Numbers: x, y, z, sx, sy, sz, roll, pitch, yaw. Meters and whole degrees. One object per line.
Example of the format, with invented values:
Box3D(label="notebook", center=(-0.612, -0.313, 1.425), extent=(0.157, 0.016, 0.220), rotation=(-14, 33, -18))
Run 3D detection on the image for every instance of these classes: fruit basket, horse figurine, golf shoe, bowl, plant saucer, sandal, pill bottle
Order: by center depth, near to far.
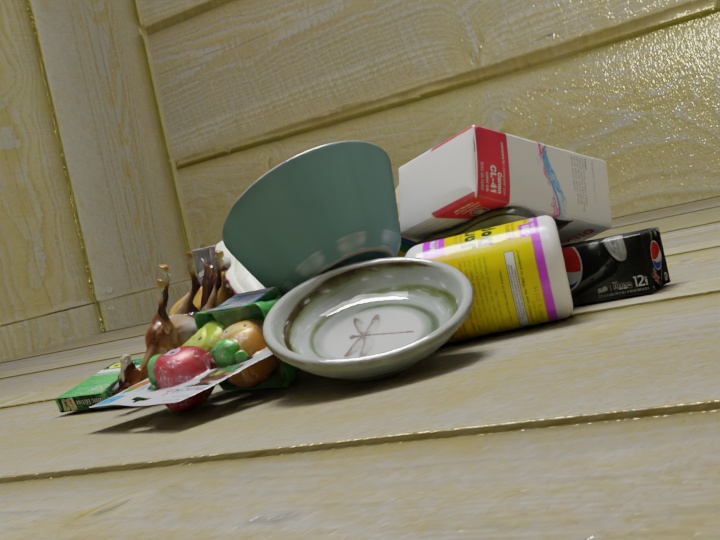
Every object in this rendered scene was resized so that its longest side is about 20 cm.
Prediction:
Box3D(label="plant saucer", center=(0.010, 0.053, 1.060), extent=(0.196, 0.051, 0.201), rotation=(-11, 25, 5))
Box3D(label="fruit basket", center=(-0.149, 0.085, 1.132), extent=(0.198, 0.095, 0.184), rotation=(-19, 5, -38))
Box3D(label="pill bottle", center=(0.110, 0.016, 1.162), extent=(0.196, 0.106, 0.104), rotation=(-13, 2, 9))
Box3D(label="bowl", center=(-0.035, -0.031, 1.204), extent=(0.198, 0.106, 0.202), rotation=(-24, -24, -12))
Box3D(label="sandal", center=(0.113, -0.010, 1.250), extent=(0.079, 0.058, 0.200), rotation=(10, -24, -35))
Box3D(label="horse figurine", center=(-0.202, 0.051, 1.292), extent=(0.049, 0.135, 0.200), rotation=(14, 20, 16))
Box3D(label="golf shoe", center=(-0.113, -0.006, 1.346), extent=(0.092, 0.075, 0.200), rotation=(-45, 35, 8))

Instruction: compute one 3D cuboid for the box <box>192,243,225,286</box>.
Box3D(label="box", center=(-0.167, 0.035, 1.674), extent=(0.049, 0.161, 0.200), rotation=(-12, 2, 18))

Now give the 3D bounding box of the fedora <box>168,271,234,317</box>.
Box3D(label="fedora", center=(-0.181, 0.058, 1.438), extent=(0.199, 0.082, 0.201), rotation=(-33, 10, 6))

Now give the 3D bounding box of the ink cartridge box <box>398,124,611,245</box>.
Box3D(label="ink cartridge box", center=(0.160, -0.080, 1.278), extent=(0.197, 0.087, 0.147), rotation=(12, -22, -30))

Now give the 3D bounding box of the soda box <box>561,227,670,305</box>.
Box3D(label="soda box", center=(0.232, 0.004, 1.265), extent=(0.197, 0.065, 0.070), rotation=(-13, 2, 33))

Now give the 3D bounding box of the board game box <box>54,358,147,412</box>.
Box3D(label="board game box", center=(-0.261, 0.129, 1.344), extent=(0.198, 0.024, 0.104), rotation=(-10, 18, 41))

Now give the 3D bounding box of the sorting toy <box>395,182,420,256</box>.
Box3D(label="sorting toy", center=(0.130, -0.042, 1.465), extent=(0.197, 0.071, 0.199), rotation=(21, 27, 6))
